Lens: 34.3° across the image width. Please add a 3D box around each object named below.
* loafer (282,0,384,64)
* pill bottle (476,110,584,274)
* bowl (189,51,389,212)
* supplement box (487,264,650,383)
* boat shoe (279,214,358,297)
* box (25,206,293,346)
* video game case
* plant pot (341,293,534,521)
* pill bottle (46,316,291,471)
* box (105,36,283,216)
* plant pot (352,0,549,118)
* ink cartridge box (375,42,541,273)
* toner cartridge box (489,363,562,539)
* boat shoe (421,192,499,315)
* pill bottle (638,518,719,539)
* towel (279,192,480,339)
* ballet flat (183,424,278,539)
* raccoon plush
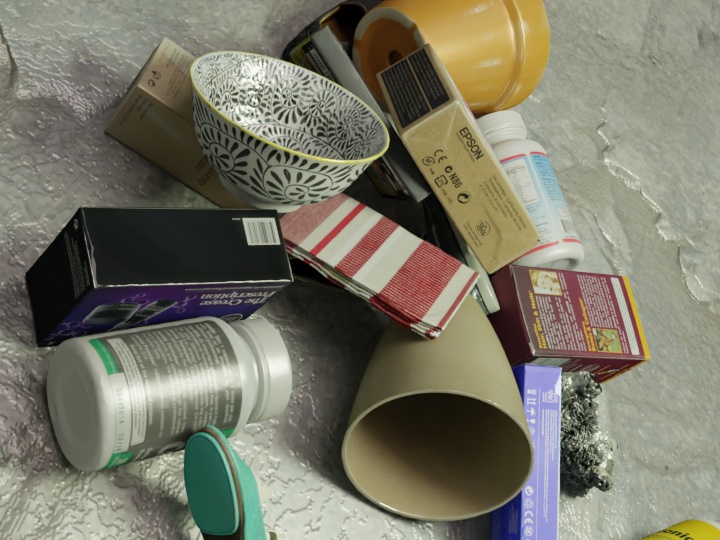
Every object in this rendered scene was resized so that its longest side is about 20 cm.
[{"bbox_3d":[-0.010,-0.292,1.412,0.073,0.072,0.200,47,46,-3],"label":"loafer"},{"bbox_3d":[0.189,-0.086,1.416,0.108,0.109,0.203,-2,66,-37],"label":"pill bottle"},{"bbox_3d":[-0.080,-0.118,1.105,0.198,0.095,0.202,19,29,-11],"label":"bowl"},{"bbox_3d":[0.235,0.066,1.377,0.198,0.085,0.112,5,62,-35],"label":"supplement box"},{"bbox_3d":[0.000,0.000,1.250,0.198,0.072,0.060,21,50,-20],"label":"boat shoe"},{"bbox_3d":[-0.183,0.006,1.063,0.198,0.141,0.080,-2,70,-37],"label":"box"},{"bbox_3d":[-0.004,-0.165,1.265,0.025,0.181,0.201,-35,100,-6],"label":"video game case"},{"bbox_3d":[0.081,0.115,1.190,0.186,0.187,0.201,30,37,-19],"label":"plant pot"},{"bbox_3d":[-0.166,0.103,1.038,0.198,0.113,0.114,-8,70,-38],"label":"pill bottle"},{"bbox_3d":[-0.150,-0.137,1.204,0.199,0.095,0.078,32,51,-16],"label":"box"},{"bbox_3d":[0.093,-0.268,1.391,0.182,0.200,0.202,-26,81,-41],"label":"plant pot"},{"bbox_3d":[0.105,-0.122,1.259,0.201,0.074,0.166,53,12,-31],"label":"ink cartridge box"},{"bbox_3d":[0.169,0.203,1.201,0.042,0.095,0.203,5,79,-11],"label":"toner cartridge box"},{"bbox_3d":[0.093,-0.030,1.337,0.202,0.061,0.073,66,11,24],"label":"boat shoe"},{"bbox_3d":[0.361,0.340,1.296,0.198,0.111,0.113,-7,69,-40],"label":"pill bottle"},{"bbox_3d":[0.015,-0.013,1.180,0.198,0.023,0.144,31,32,8],"label":"towel"},{"bbox_3d":[-0.106,0.225,1.020,0.070,0.067,0.203,-19,101,-53],"label":"ballet flat"},{"bbox_3d":[0.196,0.189,1.305,0.197,0.097,0.136,-4,78,-6],"label":"raccoon plush"}]
